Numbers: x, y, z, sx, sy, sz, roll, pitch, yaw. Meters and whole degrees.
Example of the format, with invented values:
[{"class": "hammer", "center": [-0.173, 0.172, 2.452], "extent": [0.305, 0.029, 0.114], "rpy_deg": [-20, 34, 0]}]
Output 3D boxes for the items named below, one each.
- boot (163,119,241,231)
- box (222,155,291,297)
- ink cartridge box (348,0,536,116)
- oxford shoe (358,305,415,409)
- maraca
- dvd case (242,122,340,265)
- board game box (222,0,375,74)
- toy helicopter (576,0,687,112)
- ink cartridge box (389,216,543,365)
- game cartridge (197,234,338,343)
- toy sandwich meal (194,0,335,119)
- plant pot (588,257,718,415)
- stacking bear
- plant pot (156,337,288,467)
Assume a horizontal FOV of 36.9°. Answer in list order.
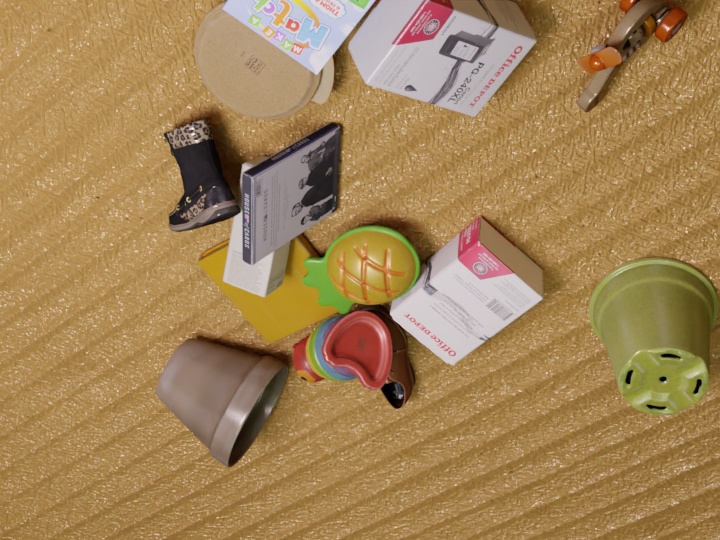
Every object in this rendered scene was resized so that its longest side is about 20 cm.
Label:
[{"class": "boot", "center": [-0.255, -0.141, 1.642], "extent": [0.200, 0.073, 0.151], "rpy_deg": [-8, 99, 63]}, {"class": "box", "center": [-0.149, -0.068, 1.653], "extent": [0.082, 0.068, 0.200], "rpy_deg": [22, 114, 16]}, {"class": "ink cartridge box", "center": [0.110, -0.299, 1.418], "extent": [0.200, 0.083, 0.145], "rpy_deg": [9, 134, -37]}, {"class": "oxford shoe", "center": [0.045, 0.148, 1.807], "extent": [0.071, 0.071, 0.200], "rpy_deg": [-13, 120, 20]}, {"class": "maraca", "center": [0.000, 0.000, 1.688], "extent": [0.200, 0.107, 0.137], "rpy_deg": [-24, 110, 29]}, {"class": "dvd case", "center": [-0.100, -0.113, 1.576], "extent": [0.025, 0.200, 0.150], "rpy_deg": [26, 131, 28]}, {"class": "board game box", "center": [-0.058, -0.365, 1.358], "extent": [0.151, 0.037, 0.200], "rpy_deg": [33, 125, -15]}, {"class": "toy helicopter", "center": [0.336, -0.279, 1.433], "extent": [0.079, 0.132, 0.200], "rpy_deg": [43, 144, 14]}, {"class": "ink cartridge box", "center": [0.166, 0.035, 1.698], "extent": [0.145, 0.084, 0.200], "rpy_deg": [39, 121, -18]}, {"class": "game cartridge", "center": [-0.139, 0.015, 1.771], "extent": [0.176, 0.032, 0.200], "rpy_deg": [-25, 120, 24]}, {"class": "toy sandwich meal", "center": [-0.133, -0.305, 1.523], "extent": [0.205, 0.070, 0.205], "rpy_deg": [7, 127, 10]}, {"class": "plant pot", "center": [0.453, 0.114, 1.645], "extent": [0.200, 0.184, 0.200], "rpy_deg": [4, 126, 6]}, {"class": "stacking bear", "center": [-0.044, 0.135, 1.765], "extent": [0.121, 0.114, 0.200], "rpy_deg": [34, 154, -20]}, {"class": "plant pot", "center": [-0.245, 0.208, 1.842], "extent": [0.173, 0.200, 0.200], "rpy_deg": [28, 126, 10]}]
